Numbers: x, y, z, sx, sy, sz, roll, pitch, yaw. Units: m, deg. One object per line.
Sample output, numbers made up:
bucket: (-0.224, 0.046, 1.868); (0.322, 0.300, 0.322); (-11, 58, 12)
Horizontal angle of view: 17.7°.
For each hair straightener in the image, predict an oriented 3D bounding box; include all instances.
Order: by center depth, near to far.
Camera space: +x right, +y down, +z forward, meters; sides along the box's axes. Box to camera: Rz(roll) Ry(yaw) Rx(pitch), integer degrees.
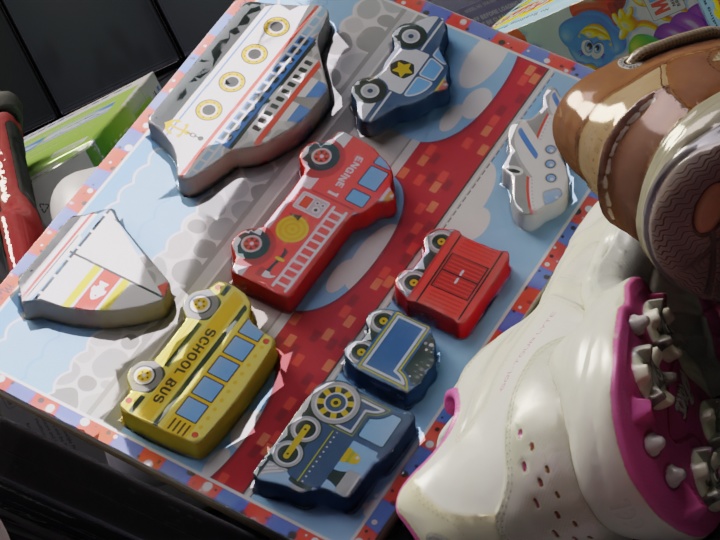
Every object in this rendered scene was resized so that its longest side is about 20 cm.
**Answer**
hair straightener: (-0.146, -0.010, 0.794); (0.077, 0.041, 0.201); (-27, 44, 6)

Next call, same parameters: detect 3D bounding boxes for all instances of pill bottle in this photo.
pill bottle: (0.000, 0.000, 0.792); (0.198, 0.112, 0.111); (-14, 9, -7)

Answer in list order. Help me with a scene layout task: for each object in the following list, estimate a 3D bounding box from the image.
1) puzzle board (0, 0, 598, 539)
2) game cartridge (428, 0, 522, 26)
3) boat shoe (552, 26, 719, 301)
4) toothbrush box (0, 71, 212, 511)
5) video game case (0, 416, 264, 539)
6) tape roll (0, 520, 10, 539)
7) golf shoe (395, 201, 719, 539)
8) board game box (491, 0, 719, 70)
puzzle board: (-0.014, -0.015, 0.725); (0.150, 0.017, 0.200); (25, 58, 19)
game cartridge: (0.099, -0.126, 1.182); (0.199, 0.130, 0.039); (-17, 37, 43)
boat shoe: (0.134, -0.043, 0.662); (0.199, 0.076, 0.072); (-4, 31, -45)
toothbrush box: (-0.097, 0.013, 0.942); (0.086, 0.146, 0.200); (-26, 9, 5)
video game case: (-0.126, 0.062, 0.706); (0.199, 0.143, 0.019); (5, 71, 42)
tape roll: (-0.180, 0.085, 0.638); (0.071, 0.204, 0.202); (-35, 13, -38)
golf shoe: (0.064, 0.027, 0.671); (0.091, 0.076, 0.200); (-27, 9, 21)
board game box: (0.142, -0.097, 0.985); (0.102, 0.105, 0.200); (-20, 13, 32)
